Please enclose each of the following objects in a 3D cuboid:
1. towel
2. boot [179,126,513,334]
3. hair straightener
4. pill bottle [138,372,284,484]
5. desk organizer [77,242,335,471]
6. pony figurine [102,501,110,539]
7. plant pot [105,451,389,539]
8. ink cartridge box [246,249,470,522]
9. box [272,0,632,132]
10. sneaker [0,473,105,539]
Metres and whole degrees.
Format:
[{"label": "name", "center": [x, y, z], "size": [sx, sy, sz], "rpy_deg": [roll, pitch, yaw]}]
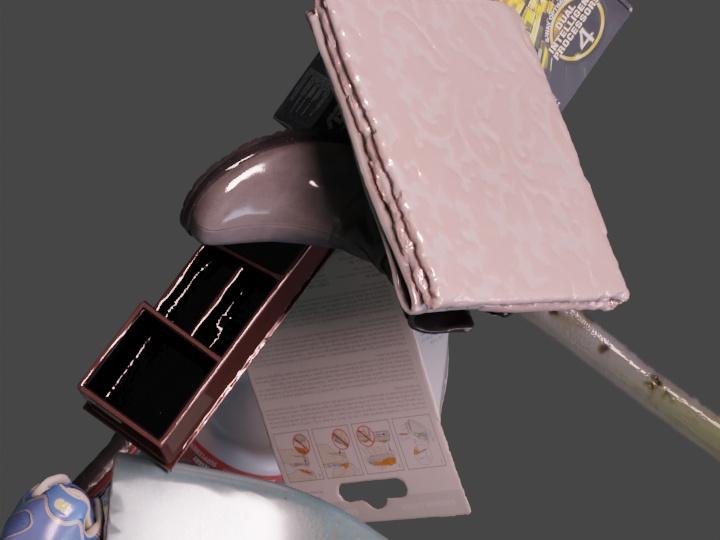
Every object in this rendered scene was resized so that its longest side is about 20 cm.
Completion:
[{"label": "towel", "center": [0.063, -0.067, 1.337], "size": [0.032, 0.201, 0.191], "rpy_deg": [-30, 162, 38]}, {"label": "boot", "center": [0.006, -0.019, 1.356], "size": [0.199, 0.132, 0.070], "rpy_deg": [-13, 145, -25]}, {"label": "hair straightener", "center": [-0.166, 0.135, 1.686], "size": [0.200, 0.041, 0.077], "rpy_deg": [-53, 174, -16]}, {"label": "pill bottle", "center": [-0.132, 0.181, 1.888], "size": [0.200, 0.116, 0.116], "rpy_deg": [-58, 174, 33]}, {"label": "desk organizer", "center": [-0.092, 0.022, 1.466], "size": [0.200, 0.072, 0.077], "rpy_deg": [-54, 173, -11]}, {"label": "pony figurine", "center": [-0.219, 0.285, 1.754], "size": [0.192, 0.167, 0.200], "rpy_deg": [-21, -167, 23]}, {"label": "plant pot", "center": [-0.077, 0.244, 1.555], "size": [0.196, 0.199, 0.197], "rpy_deg": [111, -16, -72]}, {"label": "ink cartridge box", "center": [-0.002, 0.070, 1.576], "size": [0.162, 0.201, 0.050], "rpy_deg": [-10, -165, 41]}, {"label": "box", "center": [0.061, -0.132, 1.461], "size": [0.200, 0.161, 0.049], "rpy_deg": [-54, -142, 0]}, {"label": "sneaker", "center": [-0.194, 0.179, 1.520], "size": [0.077, 0.076, 0.200], "rpy_deg": [-56, 180, -3]}]
